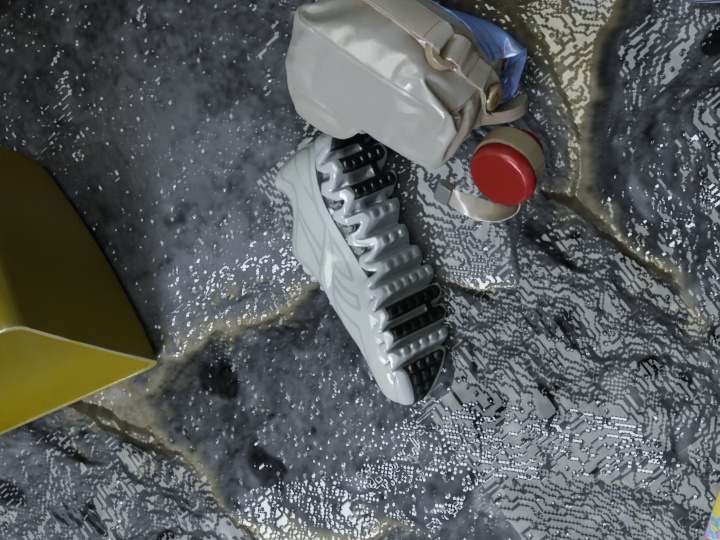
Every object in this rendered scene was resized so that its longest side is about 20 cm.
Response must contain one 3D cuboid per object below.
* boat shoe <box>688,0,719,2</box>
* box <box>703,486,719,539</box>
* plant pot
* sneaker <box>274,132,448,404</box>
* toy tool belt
[{"bbox_3d":[0.297,-0.205,1.258,0.200,0.062,0.072,-13,41,31],"label":"boat shoe"},{"bbox_3d":[0.344,0.100,1.215,0.192,0.122,0.200,19,97,17],"label":"box"},{"bbox_3d":[-0.296,0.011,1.406,0.200,0.200,0.177,-23,72,18],"label":"plant pot"},{"bbox_3d":[0.000,0.000,1.367,0.081,0.075,0.200,-21,86,38],"label":"sneaker"},{"bbox_3d":[0.056,-0.135,1.313,0.200,0.123,0.125,31,140,11],"label":"toy tool belt"}]
